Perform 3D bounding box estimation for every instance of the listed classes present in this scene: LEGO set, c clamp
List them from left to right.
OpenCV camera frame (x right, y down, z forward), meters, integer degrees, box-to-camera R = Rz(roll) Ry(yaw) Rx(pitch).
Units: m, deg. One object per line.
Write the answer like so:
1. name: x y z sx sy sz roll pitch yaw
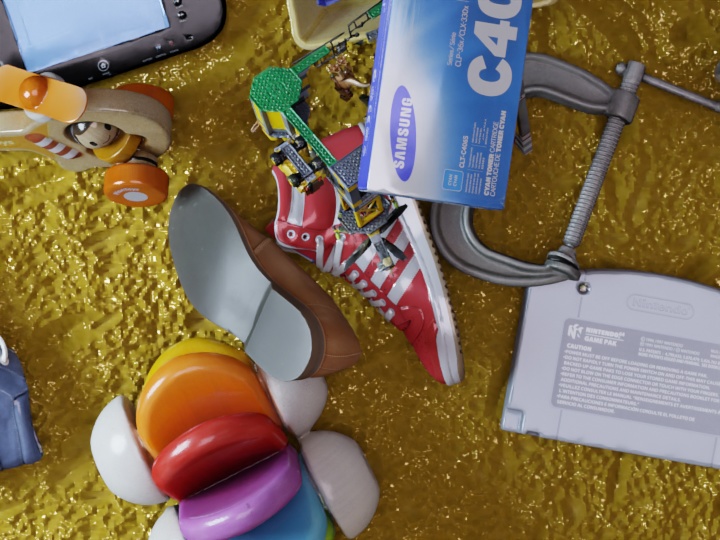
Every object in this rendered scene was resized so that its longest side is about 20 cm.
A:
1. LEGO set: 0.026 -0.103 1.534 0.200 0.116 0.154 -42 64 -14
2. c clamp: 0.147 -0.073 1.595 0.170 0.027 0.201 26 81 4

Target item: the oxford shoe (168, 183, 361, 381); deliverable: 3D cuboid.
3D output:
1. oxford shoe: -0.071 0.011 1.567 0.200 0.071 0.072 49 120 34

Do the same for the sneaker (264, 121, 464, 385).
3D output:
1. sneaker: 0.000 0.000 1.590 0.112 0.071 0.202 -20 86 -4

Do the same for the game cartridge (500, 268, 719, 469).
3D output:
1. game cartridge: 0.211 0.069 1.618 0.198 0.040 0.135 11 97 -2

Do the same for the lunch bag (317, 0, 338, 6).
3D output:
1. lunch bag: 0.032 -0.292 1.491 0.198 0.094 0.152 -20 80 7

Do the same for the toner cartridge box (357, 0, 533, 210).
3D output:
1. toner cartridge box: 0.059 -0.145 1.434 0.094 0.043 0.202 7 91 -9

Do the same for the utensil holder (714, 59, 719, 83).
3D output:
1. utensil holder: 0.373 -0.138 1.543 0.199 0.170 0.171 37 92 -2

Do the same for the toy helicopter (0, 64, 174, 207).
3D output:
1. toy helicopter: -0.232 -0.102 1.556 0.198 0.132 0.080 -2 71 12

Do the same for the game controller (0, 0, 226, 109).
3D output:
1. game controller: -0.199 -0.189 1.590 0.198 0.042 0.105 -18 93 1

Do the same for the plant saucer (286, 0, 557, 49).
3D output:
1. plant saucer: 0.033 -0.273 1.587 0.198 0.048 0.202 -10 93 0

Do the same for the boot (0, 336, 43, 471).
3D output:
1. boot: -0.295 0.055 1.595 0.089 0.073 0.202 -15 102 -7

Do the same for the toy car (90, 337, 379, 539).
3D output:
1. toy car: -0.089 0.145 1.557 0.174 0.150 0.201 -27 94 0
